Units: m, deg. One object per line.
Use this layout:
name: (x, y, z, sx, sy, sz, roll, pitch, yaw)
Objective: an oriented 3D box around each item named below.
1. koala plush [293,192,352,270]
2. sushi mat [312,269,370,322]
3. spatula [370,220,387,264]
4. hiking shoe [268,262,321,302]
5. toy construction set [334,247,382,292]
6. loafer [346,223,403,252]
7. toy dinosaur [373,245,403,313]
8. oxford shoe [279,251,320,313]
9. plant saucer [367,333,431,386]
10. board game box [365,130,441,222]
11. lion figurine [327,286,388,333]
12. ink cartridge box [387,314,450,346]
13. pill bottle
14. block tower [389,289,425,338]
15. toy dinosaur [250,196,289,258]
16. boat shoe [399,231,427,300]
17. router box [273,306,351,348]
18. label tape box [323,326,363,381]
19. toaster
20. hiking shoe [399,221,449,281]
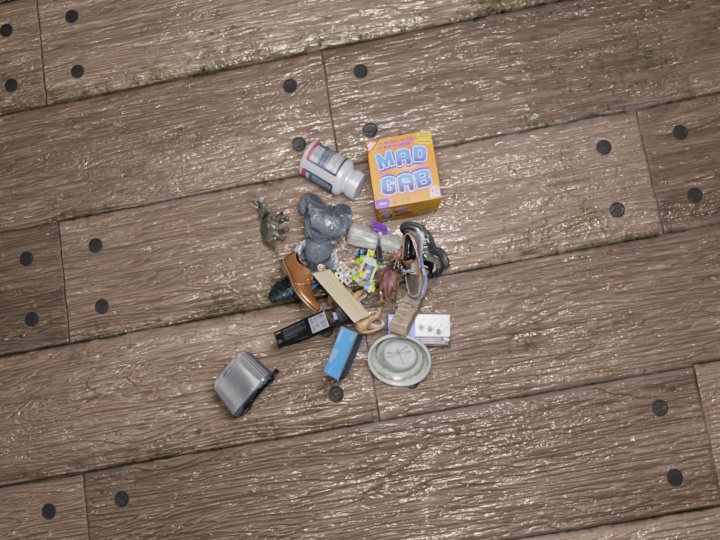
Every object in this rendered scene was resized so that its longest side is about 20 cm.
koala plush: (-0.124, -0.104, 1.635, 0.173, 0.185, 0.204, 15, 113, -16)
sushi mat: (-0.057, 0.073, 1.577, 0.200, 0.095, 0.012, 48, 119, 16)
spatula: (0.058, -0.087, 1.598, 0.055, 0.021, 0.203, 14, 44, -12)
hiking shoe: (-0.201, 0.060, 1.660, 0.196, 0.087, 0.076, -26, 39, 20)
toy construction set: (0.000, 0.000, 1.612, 0.090, 0.198, 0.135, 21, 80, -28)
loafer: (0.051, -0.088, 1.670, 0.195, 0.070, 0.071, 18, 119, 0)
toy dinosaur: (0.090, 0.022, 1.597, 0.083, 0.137, 0.204, 10, 52, -6)
oxford shoe: (-0.167, 0.034, 1.564, 0.070, 0.071, 0.203, -33, 78, 7)
plant saucer: (0.119, 0.263, 1.604, 0.194, 0.051, 0.205, 4, 121, 7)
board game box: (0.129, -0.280, 1.609, 0.194, 0.200, 0.206, -9, 84, 2)
lion figurine: (-0.009, 0.129, 1.631, 0.121, 0.073, 0.202, -29, 67, -17)
ink cartridge box: (0.180, 0.186, 1.638, 0.194, 0.044, 0.097, 0, 83, 4)
pill bottle: (-0.087, -0.312, 1.668, 0.197, 0.120, 0.122, 31, 87, 6)
block tower: (0.142, 0.123, 1.580, 0.056, 0.200, 0.055, 17, 125, 17)
toy dinosaur: (-0.286, -0.136, 1.697, 0.099, 0.077, 0.206, -9, 89, 15)
boat shoe: (0.150, -0.015, 1.575, 0.071, 0.072, 0.206, -11, 80, 33)
router box: (-0.136, 0.165, 1.570, 0.197, 0.156, 0.054, -25, 82, 27)
label tape box: (-0.053, 0.245, 1.569, 0.062, 0.200, 0.148, 22, 86, 9)
toaster: (-0.359, 0.342, 1.624, 0.129, 0.114, 0.201, 40, 90, 9)
hiking shoe: (0.187, -0.065, 1.633, 0.200, 0.076, 0.100, 45, 59, 6)
